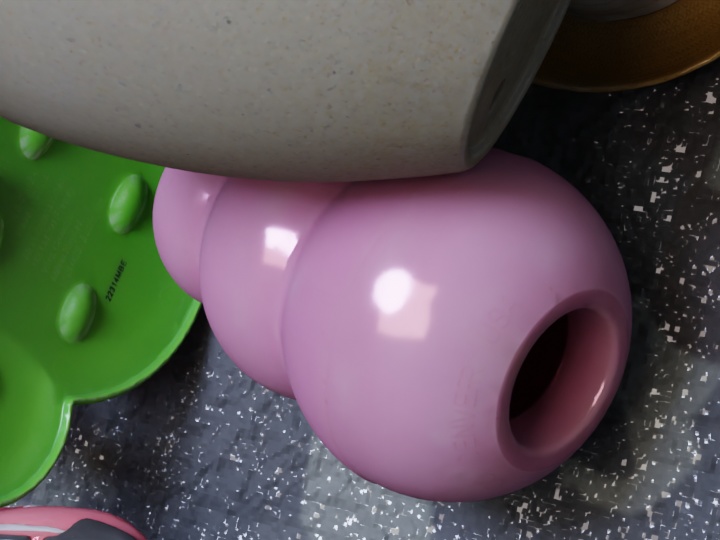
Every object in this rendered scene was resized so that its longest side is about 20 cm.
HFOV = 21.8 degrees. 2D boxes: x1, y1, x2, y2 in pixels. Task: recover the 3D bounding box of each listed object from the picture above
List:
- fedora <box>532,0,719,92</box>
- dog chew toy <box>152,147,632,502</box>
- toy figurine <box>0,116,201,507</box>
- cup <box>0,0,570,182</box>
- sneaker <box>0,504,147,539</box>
[{"bbox_3d":[0.084,-0.168,0.674,0.200,0.082,0.201,-6,78,29],"label":"fedora"},{"bbox_3d":[0.000,0.000,0.678,0.200,0.124,0.125,29,96,40],"label":"dog chew toy"},{"bbox_3d":[-0.184,0.006,0.775,0.184,0.150,0.200,-7,54,42],"label":"toy figurine"},{"bbox_3d":[-0.008,-0.107,0.592,0.143,0.200,0.201,26,95,10],"label":"cup"},{"bbox_3d":[-0.138,0.116,0.737,0.200,0.087,0.074,-21,108,43],"label":"sneaker"}]
